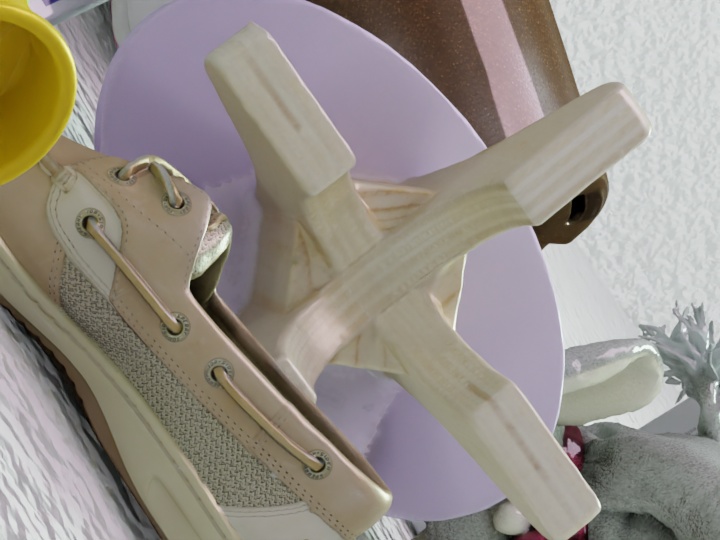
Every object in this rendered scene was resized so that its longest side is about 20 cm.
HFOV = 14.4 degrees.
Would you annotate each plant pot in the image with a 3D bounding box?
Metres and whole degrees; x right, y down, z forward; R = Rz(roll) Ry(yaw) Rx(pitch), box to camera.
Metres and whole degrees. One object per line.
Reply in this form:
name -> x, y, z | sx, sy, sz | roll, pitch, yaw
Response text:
plant pot -> 0.002, -0.092, 1.228 | 0.199, 0.200, 0.200 | 69, 11, 18

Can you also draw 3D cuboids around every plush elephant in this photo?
plush elephant -> 0.069, 0.093, 1.065 | 0.165, 0.154, 0.201 | 148, -50, -60

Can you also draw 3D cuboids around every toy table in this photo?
toy table -> 0.000, 0.000, 0.915 | 0.200, 0.184, 0.117 | 42, -6, -13

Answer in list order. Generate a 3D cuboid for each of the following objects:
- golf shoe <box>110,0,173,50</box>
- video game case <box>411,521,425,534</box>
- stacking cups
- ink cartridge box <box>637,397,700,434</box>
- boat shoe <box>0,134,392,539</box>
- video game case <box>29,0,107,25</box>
golf shoe -> -0.028, -0.052, 1.016 | 0.091, 0.075, 0.201 | -14, -84, 62
video game case -> 0.098, 0.197, 1.255 | 0.200, 0.022, 0.182 | 61, 8, 19
stacking cups -> -0.135, -0.099, 0.799 | 0.061, 0.060, 0.200 | 51, 5, -43
ink cartridge box -> 0.185, 0.175, 1.266 | 0.146, 0.146, 0.200 | 49, 12, -53
boat shoe -> -0.065, -0.001, 0.814 | 0.200, 0.065, 0.072 | 57, 7, 5
video game case -> -0.095, -0.181, 1.081 | 0.200, 0.018, 0.143 | -31, 89, -44
